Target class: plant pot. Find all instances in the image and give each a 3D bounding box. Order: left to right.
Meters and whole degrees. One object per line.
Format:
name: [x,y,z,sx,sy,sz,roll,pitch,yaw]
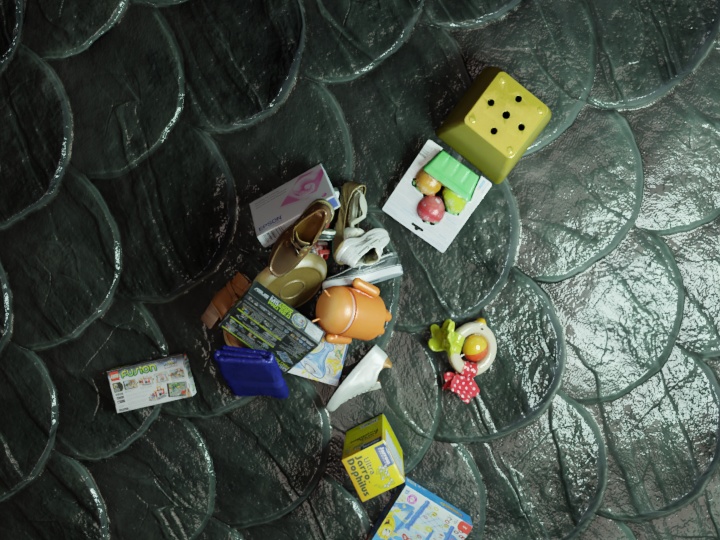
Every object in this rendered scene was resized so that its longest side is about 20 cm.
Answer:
plant pot: [-0.163,0.037,1.476,0.199,0.200,0.028,-35,59,4]
plant pot: [0.311,-0.336,1.429,0.199,0.176,0.201,38,96,-1]

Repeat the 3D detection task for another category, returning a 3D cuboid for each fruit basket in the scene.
fruit basket: [0.180,-0.175,1.505,0.184,0.094,0.201,34,111,0]

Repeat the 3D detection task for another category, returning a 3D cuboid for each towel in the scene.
towel: [-0.254,0.240,1.500,0.146,0.201,0.050,1,55,6]

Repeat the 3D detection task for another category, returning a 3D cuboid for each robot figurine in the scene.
robot figurine: [-0.021,0.097,1.479,0.143,0.199,0.118,-31,57,40]

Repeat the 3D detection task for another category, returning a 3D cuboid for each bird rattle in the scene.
bird rattle: [0.258,0.203,1.520,0.162,0.113,0.202,-27,97,-12]

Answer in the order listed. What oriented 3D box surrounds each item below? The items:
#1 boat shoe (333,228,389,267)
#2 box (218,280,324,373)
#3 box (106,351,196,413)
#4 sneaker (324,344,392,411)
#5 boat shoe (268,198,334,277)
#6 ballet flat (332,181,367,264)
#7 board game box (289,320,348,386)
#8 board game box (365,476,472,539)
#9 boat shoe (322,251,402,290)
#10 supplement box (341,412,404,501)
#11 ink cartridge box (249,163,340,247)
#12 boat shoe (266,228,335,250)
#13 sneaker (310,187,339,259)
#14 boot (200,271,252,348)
boat shoe: [0.017,-0.043,1.459,0.069,0.199,0.071,40,124,17]
box: [-0.203,0.133,1.444,0.199,0.044,0.160,37,132,-11]
box: [-0.520,0.279,1.584,0.198,0.035,0.111,-12,94,3]
sneaker: [-0.001,0.281,1.545,0.085,0.073,0.200,42,94,1]
boat shoe: [-0.132,-0.066,1.352,0.072,0.068,0.201,38,102,-8]
ballet flat: [-0.019,-0.115,1.491,0.072,0.068,0.202,-2,73,41]
board game box: [-0.133,0.191,1.562,0.198,0.034,0.137,15,95,1]
board game box: [0.144,0.654,1.581,0.199,0.056,0.197,31,95,-1]
boat shoe: [0.000,-0.001,1.518,0.197,0.074,0.069,-15,78,-2]
supplement box: [0.031,0.433,1.494,0.109,0.200,0.110,-27,93,4]
ink cartridge box: [-0.160,-0.165,1.458,0.195,0.201,0.043,-29,132,4]
boat shoe: [-0.143,-0.067,1.448,0.197,0.074,0.067,4,95,26]
sneaker: [-0.094,-0.092,1.501,0.201,0.067,0.108,-46,75,16]
boot: [-0.273,0.115,1.542,0.200,0.077,0.156,40,90,15]
